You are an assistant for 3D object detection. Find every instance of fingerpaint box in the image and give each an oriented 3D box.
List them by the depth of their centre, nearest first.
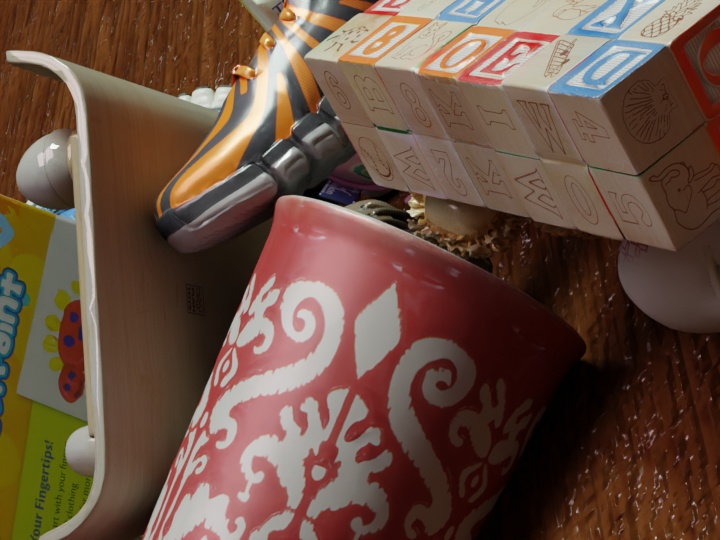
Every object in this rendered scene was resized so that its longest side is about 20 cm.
[{"bbox_3d":[-0.139,0.084,1.033,0.073,0.166,0.201,-19,59,49],"label":"fingerpaint box"}]

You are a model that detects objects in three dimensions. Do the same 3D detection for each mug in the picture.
[{"bbox_3d":[-0.005,0.097,0.944,0.133,0.177,0.201,20,80,31],"label":"mug"}]

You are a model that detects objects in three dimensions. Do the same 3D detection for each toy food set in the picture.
[{"bbox_3d":[-0.092,0.017,0.997,0.060,0.143,0.201,-10,78,28],"label":"toy food set"}]

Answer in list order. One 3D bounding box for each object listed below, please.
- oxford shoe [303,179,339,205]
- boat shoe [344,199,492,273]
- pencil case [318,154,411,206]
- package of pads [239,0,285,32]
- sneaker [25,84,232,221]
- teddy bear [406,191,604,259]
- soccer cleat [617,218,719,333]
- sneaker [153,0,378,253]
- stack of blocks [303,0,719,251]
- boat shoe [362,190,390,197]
[{"bbox_3d":[-0.065,0.027,1.217,0.201,0.072,0.085,-58,28,20],"label":"oxford shoe"},{"bbox_3d":[0.000,0.000,1.096,0.200,0.076,0.072,-11,47,60],"label":"boat shoe"},{"bbox_3d":[0.036,-0.124,1.150,0.087,0.087,0.200,-28,27,51],"label":"pencil case"},{"bbox_3d":[-0.001,-0.179,1.110,0.154,0.068,0.200,-38,30,0],"label":"package of pads"},{"bbox_3d":[-0.108,-0.006,1.168,0.200,0.078,0.090,-37,49,37],"label":"sneaker"},{"bbox_3d":[0.094,-0.061,0.941,0.144,0.067,0.200,-24,21,20],"label":"teddy bear"},{"bbox_3d":[0.150,-0.012,0.783,0.200,0.070,0.087,-33,31,46],"label":"soccer cleat"},{"bbox_3d":[-0.027,-0.102,0.980,0.200,0.112,0.078,-41,-1,-15],"label":"sneaker"},{"bbox_3d":[0.079,-0.074,0.814,0.115,0.059,0.200,-38,23,-17],"label":"stack of blocks"},{"bbox_3d":[-0.031,-0.081,1.285,0.074,0.068,0.199,-57,21,-1],"label":"boat shoe"}]
